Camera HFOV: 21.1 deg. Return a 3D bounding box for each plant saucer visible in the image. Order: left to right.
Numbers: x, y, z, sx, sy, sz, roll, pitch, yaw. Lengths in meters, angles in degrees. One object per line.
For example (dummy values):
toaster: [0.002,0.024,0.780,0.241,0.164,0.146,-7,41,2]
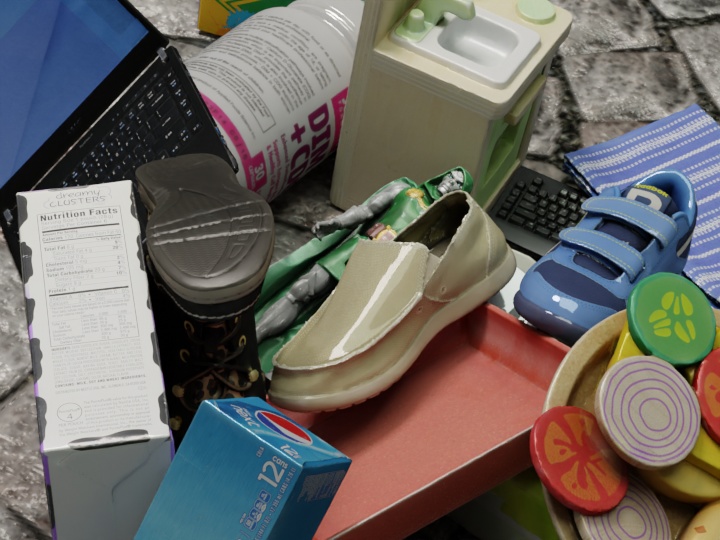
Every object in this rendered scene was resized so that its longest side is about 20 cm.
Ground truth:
plant saucer: [0.025,0.094,1.122,0.199,0.037,0.199,-27,22,-15]

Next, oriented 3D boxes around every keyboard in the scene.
keyboard: [0.043,0.069,1.218,0.056,0.011,0.200,36,66,21]
keyboard: [0.201,-0.029,1.393,0.199,0.021,0.127,25,45,12]

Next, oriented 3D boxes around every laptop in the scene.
laptop: [-0.199,-0.086,1.239,0.103,0.177,0.201,28,25,-46]

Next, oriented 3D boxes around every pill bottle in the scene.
pill bottle: [-0.069,-0.115,1.358,0.113,0.114,0.200,31,47,20]

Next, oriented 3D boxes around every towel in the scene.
towel: [0.257,-0.042,1.387,0.144,0.024,0.200,-22,53,-30]

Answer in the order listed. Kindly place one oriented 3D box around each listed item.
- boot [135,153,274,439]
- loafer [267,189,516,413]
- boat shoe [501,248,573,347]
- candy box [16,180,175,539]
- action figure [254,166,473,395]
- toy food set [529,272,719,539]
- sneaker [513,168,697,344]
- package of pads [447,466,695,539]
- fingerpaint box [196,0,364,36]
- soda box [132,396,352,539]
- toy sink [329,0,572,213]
boot: [-0.086,0.029,1.116,0.072,0.152,0.200,-10,23,-13]
loafer: [0.013,0.016,1.174,0.075,0.069,0.200,3,32,46]
boat shoe: [0.142,0.039,1.281,0.200,0.061,0.072,25,0,13]
candy box: [-0.148,0.078,1.095,0.071,0.169,0.201,-7,45,-9]
action figure: [0.000,0.000,1.253,0.118,0.055,0.200,43,71,15]
toy food set: [0.180,0.107,1.023,0.197,0.049,0.201,28,62,-10]
sneaker: [0.156,-0.010,1.201,0.074,0.083,0.200,29,27,15]
package of pads: [0.149,0.125,1.138,0.153,0.069,0.200,-15,24,-26]
fingerpaint box: [-0.022,-0.253,1.541,0.165,0.074,0.201,16,43,5]
soda box: [-0.085,0.168,0.997,0.068,0.201,0.064,31,10,21]
toy sink: [0.067,-0.133,1.342,0.111,0.201,0.131,24,43,14]
